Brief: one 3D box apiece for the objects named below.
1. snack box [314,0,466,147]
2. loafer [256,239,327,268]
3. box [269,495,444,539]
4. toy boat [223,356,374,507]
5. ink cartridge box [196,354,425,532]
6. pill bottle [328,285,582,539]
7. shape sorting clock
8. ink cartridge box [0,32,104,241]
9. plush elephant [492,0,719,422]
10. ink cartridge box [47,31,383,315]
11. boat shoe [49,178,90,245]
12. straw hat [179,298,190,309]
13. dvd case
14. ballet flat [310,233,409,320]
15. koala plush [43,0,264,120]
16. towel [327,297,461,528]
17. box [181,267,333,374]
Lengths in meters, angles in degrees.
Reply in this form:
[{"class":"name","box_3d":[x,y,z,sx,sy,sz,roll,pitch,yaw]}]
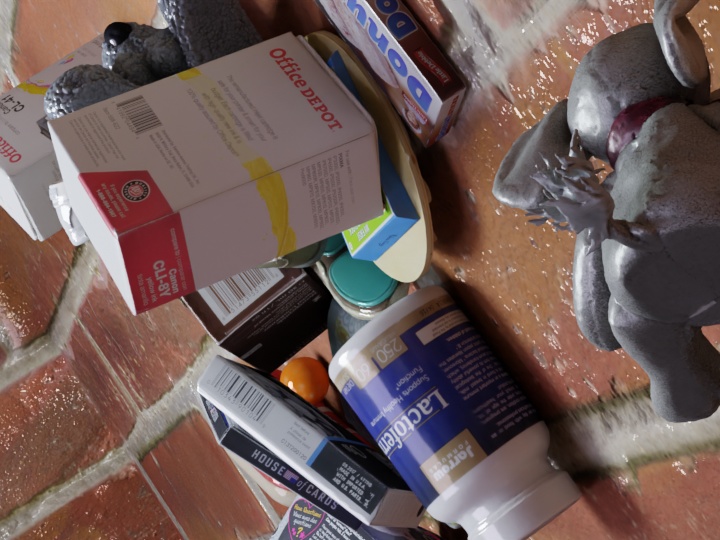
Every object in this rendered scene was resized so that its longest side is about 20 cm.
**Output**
[{"class":"snack box","box_3d":[0.000,-0.180,1.241,0.200,0.024,0.072,54,161,13]},{"class":"loafer","box_3d":[-0.128,-0.041,1.492,0.070,0.199,0.076,-19,-66,-73]},{"class":"box","box_3d":[0.019,0.299,1.755,0.200,0.115,0.132,31,-177,-40]},{"class":"toy boat","box_3d":[-0.064,0.150,1.890,0.200,0.130,0.132,36,123,49]},{"class":"ink cartridge box","box_3d":[-0.031,0.156,1.619,0.198,0.044,0.200,36,180,18]},{"class":"pill bottle","box_3d":[0.075,0.121,1.415,0.200,0.115,0.116,53,163,12]},{"class":"shape sorting clock","box_3d":[0.003,-0.085,1.373,0.200,0.039,0.201,57,158,37]},{"class":"ink cartridge box","box_3d":[-0.269,-0.136,1.762,0.147,0.199,0.086,36,154,48]},{"class":"plush elephant","box_3d":[0.152,-0.049,0.873,0.199,0.155,0.164,30,132,-29]},{"class":"ink cartridge box","box_3d":[-0.101,-0.073,1.304,0.145,0.199,0.084,53,159,44]},{"class":"boat shoe","box_3d":[-0.165,-0.075,1.573,0.072,0.199,0.069,11,119,70]},{"class":"straw hat","box_3d":[-0.121,-0.063,1.666,0.085,0.201,0.202,-7,123,27]},{"class":"dvd case","box_3d":[-0.074,0.164,1.669,0.150,0.025,0.200,34,-177,-14]},{"class":"ballet flat","box_3d":[0.000,0.000,1.512,0.062,0.067,0.200,56,176,-33]},{"class":"koala plush","box_3d":[-0.154,-0.139,1.468,0.184,0.177,0.200,47,173,-23]},{"class":"towel","box_3d":[0.043,0.123,1.629,0.171,0.048,0.201,43,158,32]},{"class":"box","box_3d":[-0.086,0.026,1.620,0.075,0.100,0.200,51,-178,13]}]
